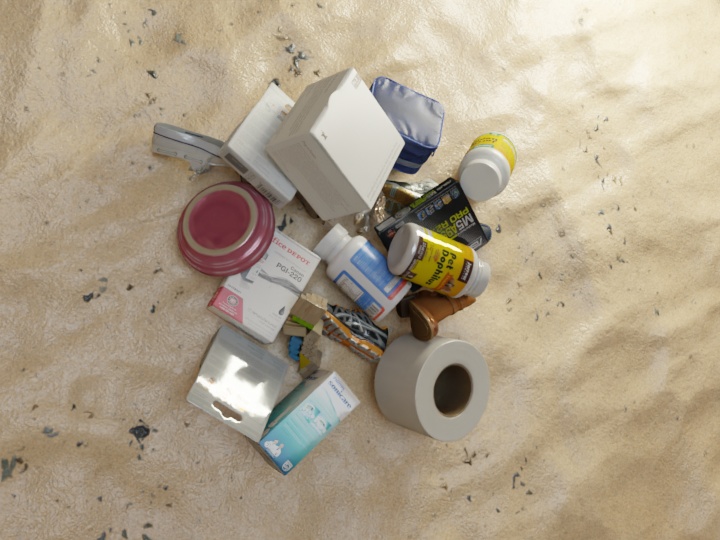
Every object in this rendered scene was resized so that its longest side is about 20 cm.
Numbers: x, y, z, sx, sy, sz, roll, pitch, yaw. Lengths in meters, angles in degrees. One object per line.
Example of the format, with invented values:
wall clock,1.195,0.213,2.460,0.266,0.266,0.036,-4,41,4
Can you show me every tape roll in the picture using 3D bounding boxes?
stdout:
tape roll,0.146,0.234,1.498,0.201,0.139,0.206,-3,95,-35

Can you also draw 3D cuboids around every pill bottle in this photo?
pill bottle,0.273,-0.222,1.586,0.113,0.112,0.200,49,30,-7
pill bottle,0.000,0.000,1.513,0.200,0.112,0.112,44,72,0
pill bottle,0.161,-0.013,1.481,0.198,0.109,0.111,21,77,-21

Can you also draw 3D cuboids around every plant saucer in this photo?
plant saucer,-0.266,-0.089,1.423,0.198,0.051,0.203,-3,67,8

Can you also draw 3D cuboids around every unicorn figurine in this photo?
unicorn figurine,-0.038,-0.162,1.550,0.198,0.074,0.139,19,69,-18

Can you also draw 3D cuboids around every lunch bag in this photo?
lunch bag,0.081,-0.301,1.574,0.198,0.132,0.137,22,60,-15

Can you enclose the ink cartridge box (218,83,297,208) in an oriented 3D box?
ink cartridge box,-0.168,-0.248,1.446,0.160,0.047,0.201,41,51,-20

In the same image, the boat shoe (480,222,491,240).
boat shoe,0.208,-0.065,1.619,0.198,0.069,0.085,-15,88,-19

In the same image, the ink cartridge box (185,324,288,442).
ink cartridge box,-0.236,0.219,1.392,0.159,0.047,0.201,34,39,-13

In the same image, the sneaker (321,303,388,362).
sneaker,-0.026,0.110,1.522,0.199,0.078,0.078,36,62,-16

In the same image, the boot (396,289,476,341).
boot,0.170,0.079,1.521,0.153,0.200,0.075,-9,109,-11

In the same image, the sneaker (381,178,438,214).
sneaker,0.124,-0.164,1.612,0.198,0.076,0.088,16,48,-7

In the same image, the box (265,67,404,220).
box,-0.044,-0.241,1.415,0.200,0.130,0.200,50,50,-30

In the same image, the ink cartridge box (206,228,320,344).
ink cartridge box,-0.192,0.025,1.466,0.145,0.085,0.201,33,72,-12

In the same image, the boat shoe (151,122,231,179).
boat shoe,-0.320,-0.221,1.453,0.200,0.075,0.087,17,108,-4

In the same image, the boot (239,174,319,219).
boot,-0.174,-0.191,1.513,0.144,0.070,0.202,-14,87,-13

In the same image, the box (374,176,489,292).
box,0.150,-0.075,1.541,0.199,0.044,0.161,-33,113,-2

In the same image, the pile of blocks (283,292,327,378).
pile of blocks,-0.111,0.119,1.466,0.081,0.062,0.202,8,123,0

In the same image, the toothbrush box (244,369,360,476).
toothbrush box,-0.115,0.289,1.427,0.200,0.146,0.086,-43,98,-19
